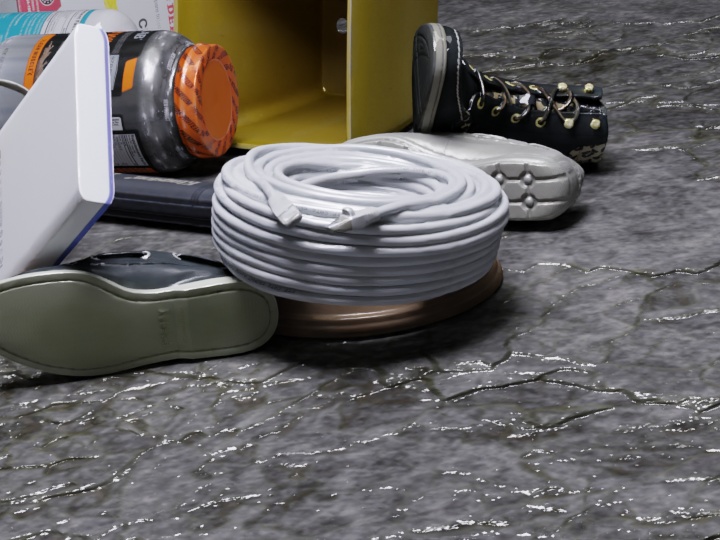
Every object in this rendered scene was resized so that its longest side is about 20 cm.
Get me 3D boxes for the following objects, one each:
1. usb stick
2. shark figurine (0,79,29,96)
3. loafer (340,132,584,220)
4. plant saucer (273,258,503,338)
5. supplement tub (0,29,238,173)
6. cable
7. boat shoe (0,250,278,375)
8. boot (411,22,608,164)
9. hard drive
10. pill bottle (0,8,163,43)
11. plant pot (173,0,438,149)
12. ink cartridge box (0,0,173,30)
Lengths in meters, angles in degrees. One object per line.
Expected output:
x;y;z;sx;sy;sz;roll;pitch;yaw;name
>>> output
-0.151;-0.057;1.737;0.199;0.033;0.055;6;23;34;usb stick
-0.256;-0.048;1.645;0.128;0.214;0.090;15;46;-34;shark figurine
0.073;-0.071;1.663;0.199;0.070;0.070;9;16;23;loafer
0.000;0.000;1.529;0.199;0.030;0.200;-5;18;2;plant saucer
-0.214;-0.145;1.878;0.199;0.123;0.123;0;20;19;supplement tub
0.000;-0.035;1.450;0.199;0.070;0.200;-5;18;-27;cable
-0.157;0.020;1.440;0.198;0.075;0.066;-6;24;-8;boat shoe
0.117;-0.135;1.702;0.153;0.074;0.204;-2;-22;0;boot
-0.218;-0.058;1.470;0.025;0.132;0.200;10;-31;-27;hard drive
-0.277;-0.189;2.049;0.199;0.111;0.111;1;20;18;pill bottle
-0.035;-0.214;1.939;0.199;0.201;0.176;8;12;36;plant pot
-0.278;-0.260;2.204;0.200;0.146;0.083;-21;24;-37;ink cartridge box
